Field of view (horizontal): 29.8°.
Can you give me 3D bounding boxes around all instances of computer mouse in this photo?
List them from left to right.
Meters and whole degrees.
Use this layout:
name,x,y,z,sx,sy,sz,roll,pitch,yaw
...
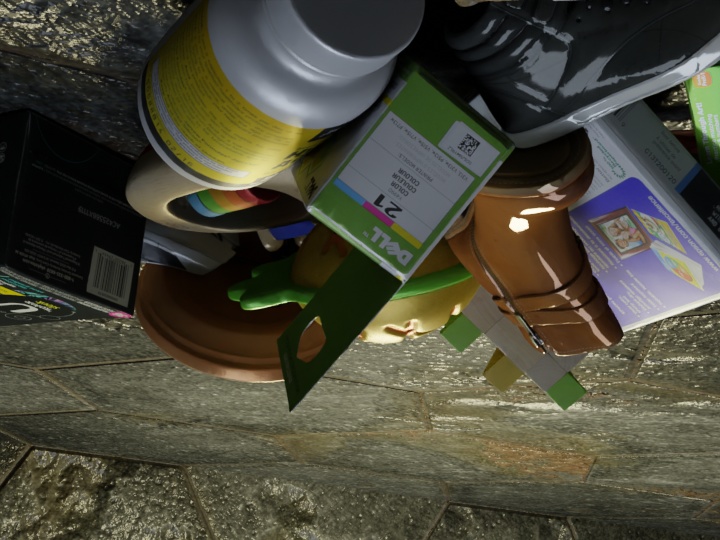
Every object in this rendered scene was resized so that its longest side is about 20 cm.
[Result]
name,x,y,z,sx,sy,sz,roll,pitch,yaw
computer mouse,-0.144,-0.031,1.176,0.199,0.110,0.044,13,128,1

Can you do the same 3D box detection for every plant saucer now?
name,x,y,z,sx,sy,sz,roll,pitch,yaw
plant saucer,-0.097,0.018,1.192,0.200,0.200,0.038,6,128,-5

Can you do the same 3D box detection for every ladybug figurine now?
name,x,y,z,sx,sy,sz,roll,pitch,yaw
ladybug figurine,-0.093,-0.078,1.006,0.200,0.072,0.136,-9,160,38

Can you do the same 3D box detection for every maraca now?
name,x,y,z,sx,sy,sz,roll,pitch,yaw
maraca,0.000,0.000,1.000,0.200,0.107,0.137,-6,-167,22

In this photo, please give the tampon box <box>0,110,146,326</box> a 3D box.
name,x,y,z,sx,sy,sz,roll,pitch,yaw
tampon box,-0.300,-0.033,1.119,0.200,0.127,0.150,-6,160,33

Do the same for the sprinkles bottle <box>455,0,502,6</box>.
name,x,y,z,sx,sy,sz,roll,pitch,yaw
sprinkles bottle,0.142,-0.164,0.649,0.199,0.068,0.068,0,163,15

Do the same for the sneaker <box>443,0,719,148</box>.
name,x,y,z,sx,sy,sz,roll,pitch,yaw
sneaker,0.129,-0.144,0.719,0.200,0.071,0.099,-28,125,35

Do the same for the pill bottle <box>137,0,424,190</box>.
name,x,y,z,sx,sy,sz,roll,pitch,yaw
pill bottle,-0.046,-0.123,0.767,0.111,0.112,0.200,12,163,-23

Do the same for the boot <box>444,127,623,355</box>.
name,x,y,z,sx,sy,sz,roll,pitch,yaw
boot,0.116,-0.010,0.849,0.155,0.077,0.200,57,158,-12

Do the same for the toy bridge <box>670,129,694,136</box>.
name,x,y,z,sx,sy,sz,roll,pitch,yaw
toy bridge,0.189,-0.078,1.008,0.067,0.027,0.200,20,158,-41

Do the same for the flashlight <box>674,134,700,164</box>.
name,x,y,z,sx,sy,sz,roll,pitch,yaw
flashlight,0.253,-0.086,0.904,0.200,0.068,0.068,0,-154,27

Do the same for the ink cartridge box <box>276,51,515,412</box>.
name,x,y,z,sx,sy,sz,roll,pitch,yaw
ink cartridge box,-0.011,-0.032,0.818,0.076,0.200,0.148,37,-173,-15

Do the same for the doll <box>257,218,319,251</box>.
name,x,y,z,sx,sy,sz,roll,pitch,yaw
doll,0.003,-0.053,1.093,0.200,0.049,0.136,-13,178,40

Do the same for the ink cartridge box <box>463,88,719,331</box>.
name,x,y,z,sx,sy,sz,roll,pitch,yaw
ink cartridge box,0.144,-0.049,0.899,0.198,0.043,0.200,47,155,-4

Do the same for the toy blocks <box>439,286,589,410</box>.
name,x,y,z,sx,sy,sz,roll,pitch,yaw
toy blocks,0.111,0.011,1.142,0.200,0.100,0.137,44,-169,-18

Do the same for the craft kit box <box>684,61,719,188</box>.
name,x,y,z,sx,sy,sz,roll,pitch,yaw
craft kit box,0.311,-0.057,0.824,0.197,0.049,0.200,-4,125,23
